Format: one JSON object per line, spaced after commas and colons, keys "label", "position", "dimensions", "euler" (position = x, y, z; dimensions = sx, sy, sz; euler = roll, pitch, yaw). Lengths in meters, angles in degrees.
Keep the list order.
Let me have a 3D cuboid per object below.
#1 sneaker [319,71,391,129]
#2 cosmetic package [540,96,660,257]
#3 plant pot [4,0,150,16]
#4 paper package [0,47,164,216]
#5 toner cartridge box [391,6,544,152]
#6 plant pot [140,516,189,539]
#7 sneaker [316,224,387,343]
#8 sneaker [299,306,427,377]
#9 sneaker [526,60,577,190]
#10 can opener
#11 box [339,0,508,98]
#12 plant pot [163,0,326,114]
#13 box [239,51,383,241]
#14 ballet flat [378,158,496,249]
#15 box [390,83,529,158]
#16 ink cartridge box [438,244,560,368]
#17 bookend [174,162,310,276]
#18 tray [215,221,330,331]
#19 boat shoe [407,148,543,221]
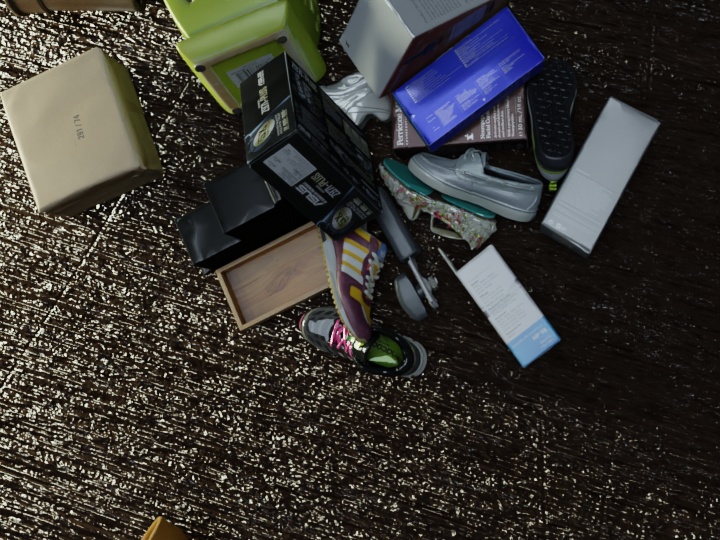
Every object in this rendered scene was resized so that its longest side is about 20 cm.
{"label": "sneaker", "position": [-0.043, -0.228, 1.463], "dimensions": [0.196, 0.078, 0.101], "euler": [-16, 89, 11]}
{"label": "cosmetic package", "position": [0.332, -0.128, 1.374], "dimensions": [0.089, 0.107, 0.202], "euler": [32, 94, 11]}
{"label": "plant pot", "position": [-0.422, -0.479, 1.495], "dimensions": [0.194, 0.200, 0.205], "euler": [7, 87, 3]}
{"label": "paper package", "position": [-0.426, -0.207, 1.514], "dimensions": [0.188, 0.103, 0.203], "euler": [-22, 84, 8]}
{"label": "toner cartridge box", "position": [0.151, -0.266, 1.375], "dimensions": [0.199, 0.043, 0.096], "euler": [-36, 78, 5]}
{"label": "plant pot", "position": [-0.268, 0.489, 1.405], "dimensions": [0.182, 0.200, 0.202], "euler": [34, 92, -5]}
{"label": "sneaker", "position": [0.000, 0.000, 1.390], "dimensions": [0.088, 0.075, 0.203], "euler": [-18, 70, 6]}
{"label": "sneaker", "position": [0.000, 0.102, 1.425], "dimensions": [0.197, 0.087, 0.075], "euler": [21, 90, 11]}
{"label": "sneaker", "position": [0.270, -0.207, 1.408], "dimensions": [0.070, 0.083, 0.203], "euler": [4, 61, 8]}
{"label": "can opener", "position": [0.057, -0.026, 1.441], "dimensions": [0.066, 0.053, 0.203], "euler": [-26, 82, 8]}
{"label": "box", "position": [0.092, -0.355, 1.368], "dimensions": [0.198, 0.152, 0.107], "euler": [-31, 81, -27]}
{"label": "plant pot", "position": [-0.162, -0.353, 1.406], "dimensions": [0.196, 0.199, 0.185], "euler": [-18, 65, 10]}
{"label": "box", "position": [-0.067, -0.167, 1.342], "dimensions": [0.085, 0.200, 0.166], "euler": [-29, 46, 21]}
{"label": "ballet flat", "position": [0.104, -0.092, 1.432], "dimensions": [0.198, 0.075, 0.065], "euler": [30, 116, 15]}
{"label": "box", "position": [0.144, -0.225, 1.431], "dimensions": [0.196, 0.075, 0.102], "euler": [-4, 85, 11]}
{"label": "ink cartridge box", "position": [0.195, 0.034, 1.381], "dimensions": [0.066, 0.116, 0.201], "euler": [-36, 82, 6]}
{"label": "bookend", "position": [-0.188, -0.083, 1.414], "dimensions": [0.197, 0.199, 0.093], "euler": [-27, 81, 8]}
{"label": "tray", "position": [-0.109, 0.003, 1.478], "dimensions": [0.197, 0.037, 0.100], "euler": [-26, 83, 8]}
{"label": "boat shoe", "position": [0.168, -0.138, 1.413], "dimensions": [0.198, 0.070, 0.073], "euler": [22, 115, 5]}
